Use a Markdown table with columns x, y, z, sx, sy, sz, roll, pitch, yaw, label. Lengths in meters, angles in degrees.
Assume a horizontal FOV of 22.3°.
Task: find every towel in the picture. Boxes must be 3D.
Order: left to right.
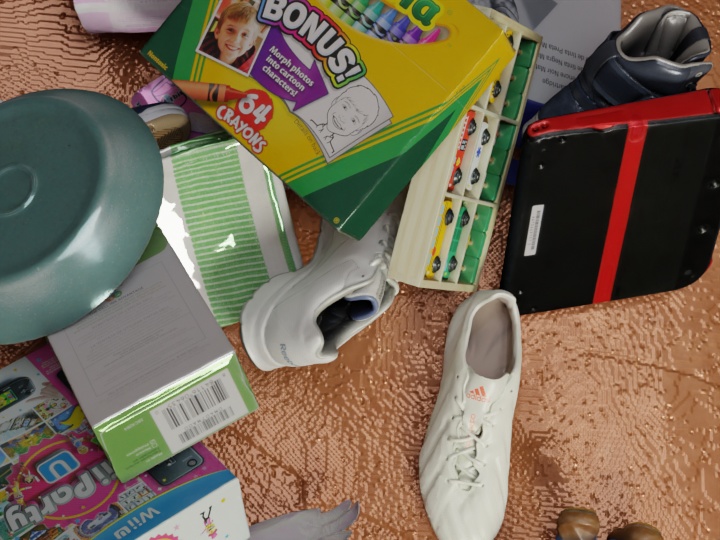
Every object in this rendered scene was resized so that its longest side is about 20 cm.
| x | y | z | sx | sy | sz | roll | pitch | yaw | label |
| --- | --- | --- | --- | --- | --- | --- | --- | --- | --- |
| -0.145 | -0.014 | 1.325 | 0.199 | 0.023 | 0.153 | -19 | 115 | -7 | towel |

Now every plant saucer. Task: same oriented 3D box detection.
| x | y | z | sx | sy | sz | roll | pitch | yaw | label |
| --- | --- | --- | --- | --- | --- | --- | --- | --- | --- |
| -0.231 | -0.047 | 1.241 | 0.199 | 0.036 | 0.201 | -10 | 59 | 16 | plant saucer |

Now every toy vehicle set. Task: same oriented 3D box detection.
| x | y | z | sx | sy | sz | roll | pitch | yaw | label |
| --- | --- | --- | --- | --- | --- | --- | --- | --- | --- |
| 0.078 | -0.085 | 1.325 | 0.026 | 0.124 | 0.201 | 16 | 95 | 22 | toy vehicle set |

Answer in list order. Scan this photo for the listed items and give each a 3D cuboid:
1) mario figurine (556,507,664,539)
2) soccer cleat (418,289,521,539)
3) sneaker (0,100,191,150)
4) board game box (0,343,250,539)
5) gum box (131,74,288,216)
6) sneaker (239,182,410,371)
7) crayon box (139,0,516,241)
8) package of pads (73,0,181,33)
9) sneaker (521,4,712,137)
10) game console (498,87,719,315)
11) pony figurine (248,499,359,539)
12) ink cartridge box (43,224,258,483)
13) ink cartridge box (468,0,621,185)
| x | y | z | sx | sy | sz | roll | pitch | yaw | label |
| --- | --- | --- | --- | --- | --- | --- | --- | --- | --- |
| 0.176 | 0.274 | 1.320 | 0.123 | 0.106 | 0.201 | -2 | 64 | 24 | mario figurine |
| 0.085 | 0.110 | 1.362 | 0.069 | 0.078 | 0.201 | 9 | 74 | -9 | soccer cleat |
| -0.229 | -0.103 | 1.336 | 0.199 | 0.070 | 0.109 | -24 | 63 | 2 | sneaker |
| -0.190 | 0.140 | 1.223 | 0.147 | 0.065 | 0.200 | -30 | 47 | -25 | board game box |
| -0.070 | -0.124 | 1.399 | 0.199 | 0.066 | 0.114 | -33 | 85 | -17 | gum box |
| 0.000 | 0.000 | 1.328 | 0.200 | 0.087 | 0.075 | -54 | 128 | -24 | sneaker |
| -0.023 | -0.151 | 1.257 | 0.200 | 0.058 | 0.173 | 41 | 95 | 17 | crayon box |
| -0.114 | -0.240 | 1.373 | 0.199 | 0.076 | 0.121 | -2 | 47 | 5 | package of pads |
| 0.243 | -0.119 | 1.393 | 0.201 | 0.146 | 0.077 | 15 | 39 | -33 | sneaker |
| 0.194 | -0.049 | 1.371 | 0.176 | 0.201 | 0.031 | -8 | 48 | -11 | game console |
| -0.086 | 0.238 | 1.272 | 0.192 | 0.167 | 0.201 | -6 | 92 | -4 | pony figurine |
| -0.156 | 0.039 | 1.230 | 0.103 | 0.059 | 0.200 | -28 | 43 | -8 | ink cartridge box |
| 0.121 | -0.169 | 1.425 | 0.199 | 0.041 | 0.201 | 12 | 73 | -33 | ink cartridge box |
